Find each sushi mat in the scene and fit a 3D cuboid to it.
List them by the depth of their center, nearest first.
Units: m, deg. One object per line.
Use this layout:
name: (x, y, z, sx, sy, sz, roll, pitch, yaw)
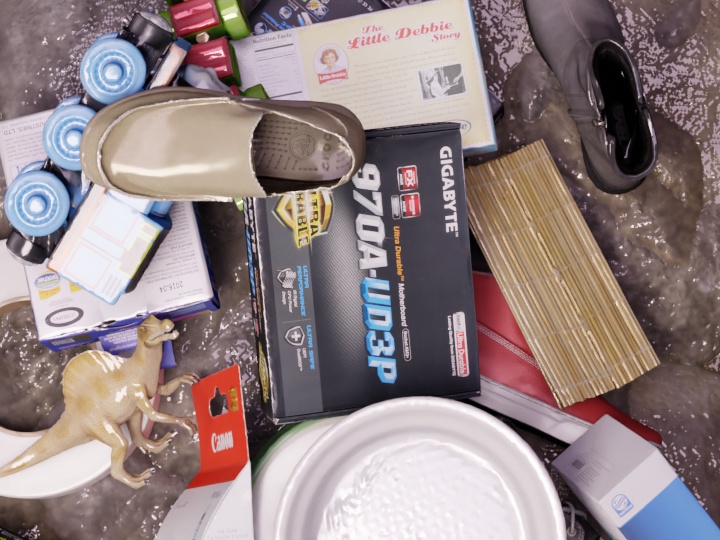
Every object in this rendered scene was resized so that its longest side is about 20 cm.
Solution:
sushi mat: (0.143, 0.001, 1.586, 0.095, 0.012, 0.201, -18, 75, -30)

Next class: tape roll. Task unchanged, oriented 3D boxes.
tape roll: (-0.250, 0.075, 1.628, 0.201, 0.037, 0.204, 0, 82, 2)

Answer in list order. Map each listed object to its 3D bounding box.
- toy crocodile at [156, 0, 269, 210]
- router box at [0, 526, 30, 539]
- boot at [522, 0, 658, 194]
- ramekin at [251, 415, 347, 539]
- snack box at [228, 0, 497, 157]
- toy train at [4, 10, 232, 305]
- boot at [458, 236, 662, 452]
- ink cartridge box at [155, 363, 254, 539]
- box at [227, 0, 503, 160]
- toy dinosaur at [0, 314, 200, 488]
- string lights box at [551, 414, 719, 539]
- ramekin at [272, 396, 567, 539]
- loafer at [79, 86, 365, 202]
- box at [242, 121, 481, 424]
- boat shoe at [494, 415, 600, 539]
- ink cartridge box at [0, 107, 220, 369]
toy crocodile: (-0.106, -0.142, 1.541, 0.067, 0.062, 0.201, -18, 83, 5)
router box: (-0.324, 0.249, 1.564, 0.199, 0.062, 0.151, 26, 103, -1)
boot: (0.179, -0.159, 1.595, 0.069, 0.132, 0.201, -23, 83, -1)
ramekin: (0.000, 0.193, 1.573, 0.198, 0.098, 0.202, 0, 83, 2)
snack box: (-0.005, -0.128, 1.581, 0.198, 0.037, 0.117, -11, 83, 3)
toy train: (-0.169, -0.079, 1.492, 0.114, 0.087, 0.201, 30, 97, -9)
boot: (0.154, 0.055, 1.602, 0.199, 0.072, 0.145, 25, 83, 8)
ink cartridge box: (-0.118, 0.176, 1.546, 0.047, 0.160, 0.202, -2, 83, -17)
box: (-0.014, -0.128, 1.632, 0.200, 0.046, 0.159, 40, 87, 6)
toy dinosaur: (-0.185, 0.108, 1.571, 0.101, 0.058, 0.200, 44, 109, -12)
string lights box: (0.230, 0.205, 1.528, 0.059, 0.103, 0.200, -41, 108, -4)
ramekin: (0.041, 0.191, 1.473, 0.199, 0.098, 0.202, 0, 83, 2)
loafer: (-0.088, -0.084, 1.430, 0.198, 0.068, 0.076, -4, 102, -13)
box: (0.000, 0.000, 1.524, 0.158, 0.046, 0.202, -6, 99, -13)
boat shoe: (0.144, 0.192, 1.567, 0.067, 0.072, 0.201, -25, 95, 33)
ink cartridge box: (-0.185, -0.023, 1.582, 0.135, 0.076, 0.201, -13, 81, 0)
